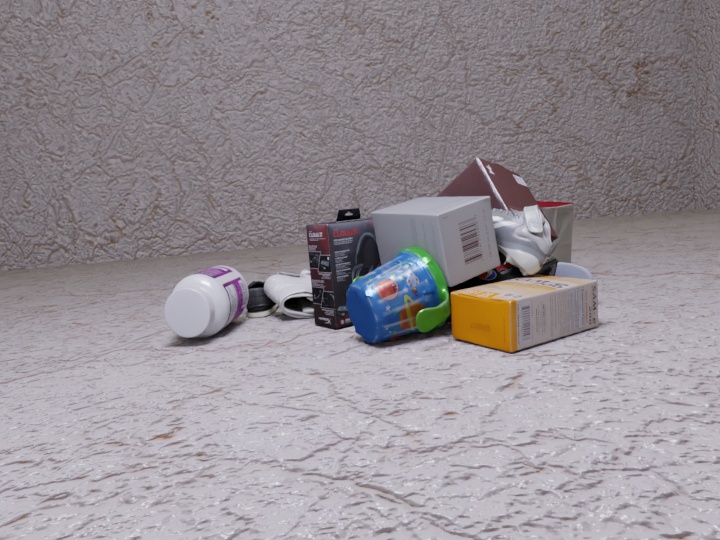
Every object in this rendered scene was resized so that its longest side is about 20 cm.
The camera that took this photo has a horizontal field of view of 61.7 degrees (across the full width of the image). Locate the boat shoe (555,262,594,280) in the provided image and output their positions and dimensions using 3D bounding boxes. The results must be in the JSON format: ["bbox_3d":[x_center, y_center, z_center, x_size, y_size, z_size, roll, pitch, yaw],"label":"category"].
[{"bbox_3d":[0.346,0.027,1.144,0.198,0.077,0.085,-12,-2,34],"label":"boat shoe"}]

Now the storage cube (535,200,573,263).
[{"bbox_3d":[0.344,-0.062,1.313,0.177,0.206,0.168,10,13,44],"label":"storage cube"}]

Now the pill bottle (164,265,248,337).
[{"bbox_3d":[-0.281,0.058,1.103,0.109,0.116,0.200,-4,7,6],"label":"pill bottle"}]

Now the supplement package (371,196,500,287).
[{"bbox_3d":[0.122,-0.055,1.018,0.115,0.120,0.198,-21,16,-27],"label":"supplement package"}]

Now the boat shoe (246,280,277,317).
[{"bbox_3d":[-0.213,0.053,1.316,0.072,0.065,0.201,-7,6,-1],"label":"boat shoe"}]

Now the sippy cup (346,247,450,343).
[{"bbox_3d":[0.051,0.048,0.949,0.128,0.142,0.178,-19,-13,-27],"label":"sippy cup"}]

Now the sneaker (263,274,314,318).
[{"bbox_3d":[-0.087,0.058,1.221,0.195,0.076,0.115,-1,21,-28],"label":"sneaker"}]

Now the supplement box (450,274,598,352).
[{"bbox_3d":[0.249,0.058,0.911,0.196,0.076,0.125,-9,9,-34],"label":"supplement box"}]

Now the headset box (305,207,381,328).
[{"bbox_3d":[-0.016,-0.010,1.109,0.146,0.206,0.076,-9,8,-38],"label":"headset box"}]

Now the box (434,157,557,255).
[{"bbox_3d":[0.235,-0.078,1.174,0.163,0.167,0.200,6,-39,-45],"label":"box"}]

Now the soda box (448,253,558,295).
[{"bbox_3d":[0.240,0.021,1.030,0.196,0.065,0.071,-19,38,-24],"label":"soda box"}]

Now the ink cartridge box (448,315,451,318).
[{"bbox_3d":[0.180,0.062,1.098,0.194,0.038,0.095,-3,7,1],"label":"ink cartridge box"}]

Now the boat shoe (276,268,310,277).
[{"bbox_3d":[-0.121,0.029,1.413,0.196,0.068,0.071,1,8,39],"label":"boat shoe"}]

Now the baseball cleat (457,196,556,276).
[{"bbox_3d":[0.245,-0.082,1.016,0.200,0.107,0.069,47,15,28],"label":"baseball cleat"}]
